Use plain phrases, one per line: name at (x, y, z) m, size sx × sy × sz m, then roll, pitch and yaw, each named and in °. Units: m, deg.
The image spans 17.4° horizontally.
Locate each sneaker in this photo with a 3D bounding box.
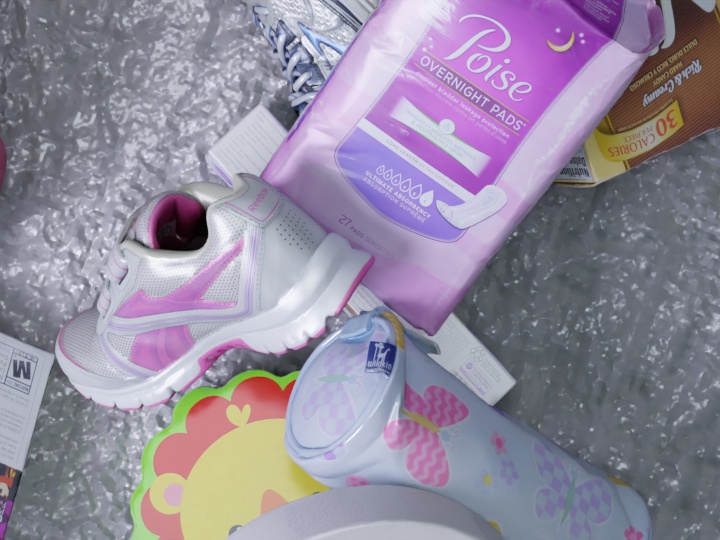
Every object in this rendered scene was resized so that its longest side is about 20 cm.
sneaker at (-0.087, 0.002, 1.162) m, size 0.088 × 0.200 × 0.081 m, roll 52°, pitch 42°, yaw -17°
sneaker at (-0.013, -0.108, 1.224) m, size 0.200 × 0.077 × 0.085 m, roll 33°, pitch 88°, yaw -1°

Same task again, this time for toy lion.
toy lion at (-0.059, 0.156, 1.212) m, size 0.199 × 0.069 × 0.192 m, roll -28°, pitch 82°, yaw -6°

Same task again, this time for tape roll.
tape roll at (-0.005, 0.197, 1.130) m, size 0.202 × 0.037 × 0.204 m, roll -8°, pitch 118°, yaw -15°

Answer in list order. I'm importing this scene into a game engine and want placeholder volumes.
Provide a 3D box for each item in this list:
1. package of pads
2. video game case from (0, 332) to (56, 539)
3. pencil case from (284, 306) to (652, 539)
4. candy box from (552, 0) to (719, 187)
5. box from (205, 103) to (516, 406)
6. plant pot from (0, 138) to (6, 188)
package of pads at (0.044, -0.077, 1.146) m, size 0.120 × 0.076 × 0.200 m, roll 34°, pitch 119°, yaw -5°
video game case at (-0.262, 0.085, 1.144) m, size 0.199 × 0.036 × 0.182 m, roll 25°, pitch 58°, yaw -22°
pencil case at (0.055, 0.102, 1.177) m, size 0.200 × 0.083 × 0.091 m, roll 37°, pitch 43°, yaw -26°
candy box at (0.123, -0.156, 1.203) m, size 0.116 × 0.056 × 0.201 m, roll -25°, pitch 108°, yaw -29°
box at (0.000, 0.000, 1.234) m, size 0.041 × 0.039 × 0.200 m, roll -44°, pitch 91°, yaw -8°
plant pot at (-0.261, -0.114, 1.155) m, size 0.199 × 0.200 × 0.180 m, roll 13°, pitch 70°, yaw -4°
